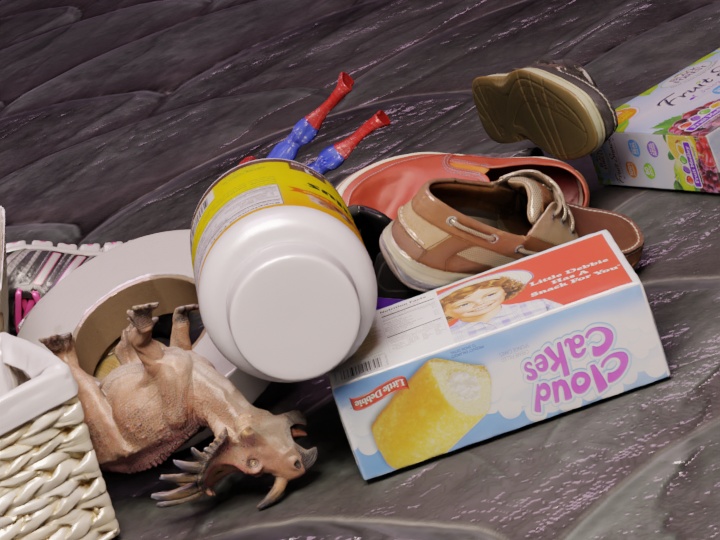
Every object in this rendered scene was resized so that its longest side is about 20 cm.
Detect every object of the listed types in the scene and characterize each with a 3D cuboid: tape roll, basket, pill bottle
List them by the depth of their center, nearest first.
[{"bbox_3d":[-0.049,0.002,1.449,0.109,0.110,0.200,-20,17,-1],"label":"pill bottle"},{"bbox_3d":[-0.267,0.142,1.462,0.199,0.124,0.135,-26,19,-21],"label":"basket"},{"bbox_3d":[-0.147,0.051,1.616,0.202,0.037,0.203,-14,39,12],"label":"tape roll"}]

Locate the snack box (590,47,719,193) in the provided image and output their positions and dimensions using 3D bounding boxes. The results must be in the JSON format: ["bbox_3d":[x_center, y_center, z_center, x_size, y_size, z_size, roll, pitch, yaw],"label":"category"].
[{"bbox_3d":[0.288,-0.125,1.764,0.200,0.053,0.142,-30,19,-28],"label":"snack box"}]

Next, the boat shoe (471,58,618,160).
[{"bbox_3d":[0.147,-0.129,1.748,0.066,0.072,0.201,-26,13,-16],"label":"boat shoe"}]

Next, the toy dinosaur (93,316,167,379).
[{"bbox_3d":[-0.181,0.070,1.684,0.101,0.058,0.200,-33,22,-32],"label":"toy dinosaur"}]

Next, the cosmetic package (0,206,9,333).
[{"bbox_3d":[-0.297,0.040,1.634,0.103,0.200,0.073,0,57,-6],"label":"cosmetic package"}]

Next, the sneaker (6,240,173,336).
[{"bbox_3d":[-0.221,0.026,1.785,0.199,0.074,0.088,-6,33,-19],"label":"sneaker"}]

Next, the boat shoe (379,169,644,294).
[{"bbox_3d":[0.110,-0.026,1.536,0.199,0.072,0.076,-2,43,-34],"label":"boat shoe"}]

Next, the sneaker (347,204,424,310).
[{"bbox_3d":[0.001,0.000,1.621,0.069,0.100,0.200,-27,16,-23],"label":"sneaker"}]

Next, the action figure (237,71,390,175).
[{"bbox_3d":[-0.062,-0.075,1.866,0.200,0.065,0.099,-42,5,15],"label":"action figure"}]

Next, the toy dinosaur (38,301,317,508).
[{"bbox_3d":[-0.132,0.095,1.473,0.086,0.136,0.200,-7,-7,-46],"label":"toy dinosaur"}]

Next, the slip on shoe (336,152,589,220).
[{"bbox_3d":[0.073,-0.050,1.682,0.199,0.074,0.061,-4,1,-15],"label":"slip on shoe"}]

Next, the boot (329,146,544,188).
[{"bbox_3d":[0.059,-0.056,1.755,0.131,0.070,0.200,-9,15,29],"label":"boot"}]

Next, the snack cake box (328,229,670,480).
[{"bbox_3d":[0.080,0.050,1.453,0.199,0.067,0.115,-19,16,1],"label":"snack cake box"}]
